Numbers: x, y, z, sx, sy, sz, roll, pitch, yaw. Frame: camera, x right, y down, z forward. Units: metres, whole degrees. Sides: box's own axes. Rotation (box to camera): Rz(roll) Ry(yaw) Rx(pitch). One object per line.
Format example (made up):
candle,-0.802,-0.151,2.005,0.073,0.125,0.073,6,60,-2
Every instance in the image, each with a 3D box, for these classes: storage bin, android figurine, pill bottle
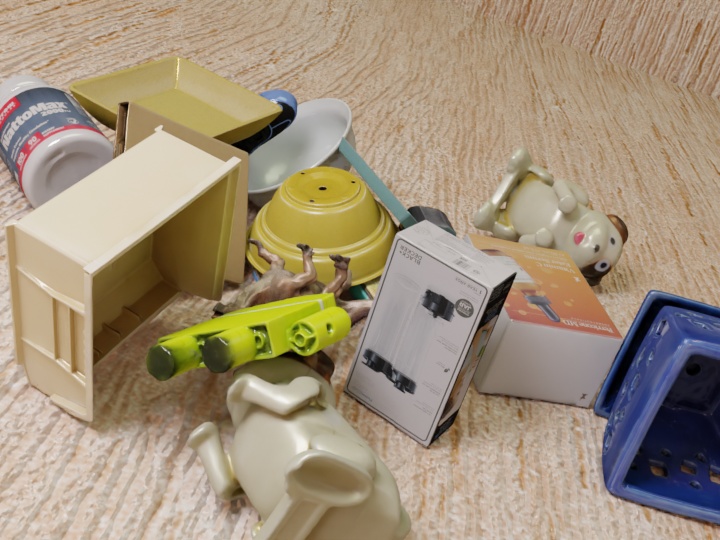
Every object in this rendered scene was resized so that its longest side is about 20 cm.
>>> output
storage bin,-0.213,0.003,0.819,0.093,0.199,0.200,27,43,14
android figurine,-0.096,0.058,0.812,0.181,0.041,0.200,-11,3,27
pill bottle,-0.389,-0.161,1.115,0.119,0.120,0.200,-7,37,-39

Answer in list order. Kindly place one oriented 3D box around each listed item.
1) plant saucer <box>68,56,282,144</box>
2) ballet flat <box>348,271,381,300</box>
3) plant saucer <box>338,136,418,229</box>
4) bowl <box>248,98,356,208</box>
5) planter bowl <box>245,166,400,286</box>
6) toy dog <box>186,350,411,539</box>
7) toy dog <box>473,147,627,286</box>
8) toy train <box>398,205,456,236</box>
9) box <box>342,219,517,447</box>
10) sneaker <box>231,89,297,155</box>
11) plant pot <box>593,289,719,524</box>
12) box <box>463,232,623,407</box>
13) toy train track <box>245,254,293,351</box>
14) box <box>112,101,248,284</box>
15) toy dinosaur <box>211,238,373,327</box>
plant saucer,-0.236,-0.203,1.154,0.199,0.049,0.200,30,37,22
ballet flat,0.000,0.000,1.117,0.070,0.071,0.200,-5,34,-37
plant saucer,0.028,-0.099,1.122,0.070,0.019,0.200,46,7,-43
bowl,-0.082,-0.147,1.265,0.200,0.091,0.202,-22,37,17
planter bowl,-0.046,-0.070,1.092,0.199,0.084,0.201,0,37,0
toy dog,-0.049,0.147,0.774,0.193,0.140,0.200,11,28,-31
toy dog,0.299,-0.060,1.355,0.200,0.140,0.194,35,-4,29
toy train,0.086,0.005,1.120,0.085,0.115,0.200,9,30,-16
box,0.066,0.065,0.916,0.116,0.201,0.060,30,30,22
sneaker,-0.172,-0.176,1.242,0.070,0.199,0.078,51,19,-41
plant pot,0.380,0.142,0.986,0.199,0.201,0.180,16,23,-4
box,0.205,0.058,1.110,0.151,0.107,0.200,10,30,-16
toy train track,-0.096,0.026,1.060,0.114,0.033,0.200,2,32,-28
box,-0.199,-0.082,1.009,0.021,0.165,0.200,-5,-14,33
toy dinosaur,-0.068,0.045,0.958,0.199,0.137,0.086,17,-9,-20
